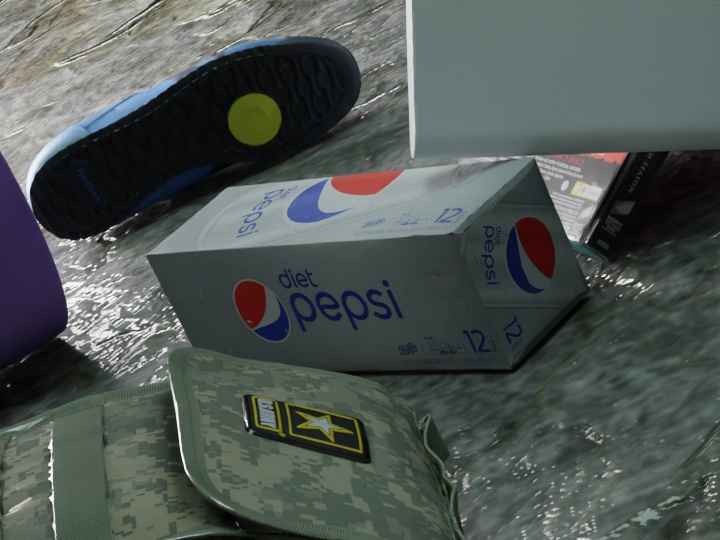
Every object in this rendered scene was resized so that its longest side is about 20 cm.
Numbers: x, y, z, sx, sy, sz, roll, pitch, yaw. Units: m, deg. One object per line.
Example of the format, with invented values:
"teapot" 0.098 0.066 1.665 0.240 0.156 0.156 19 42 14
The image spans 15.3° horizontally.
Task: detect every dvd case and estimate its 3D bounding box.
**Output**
"dvd case" 0.120 -0.106 1.216 0.201 0.022 0.146 -62 26 -3

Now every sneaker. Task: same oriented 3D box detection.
"sneaker" -0.096 -0.083 1.497 0.199 0.066 0.078 -25 16 4

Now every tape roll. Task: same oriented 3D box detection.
"tape roll" -0.234 -0.034 1.344 0.085 0.201 0.200 -31 21 -17

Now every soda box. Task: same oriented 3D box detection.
"soda box" 0.000 0.000 1.173 0.199 0.069 0.063 -4 29 47

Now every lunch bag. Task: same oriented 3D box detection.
"lunch bag" -0.059 0.104 0.924 0.199 0.118 0.164 -20 19 0

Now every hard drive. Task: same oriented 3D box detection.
"hard drive" 0.118 -0.116 1.122 0.199 0.133 0.027 -2 7 -5
